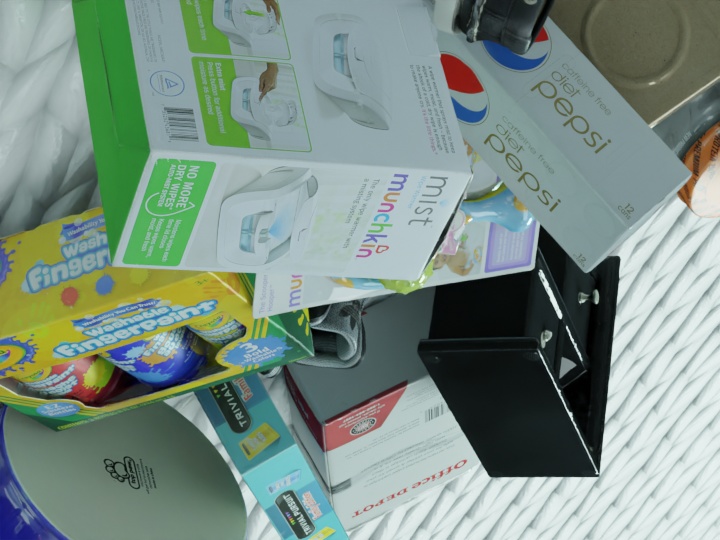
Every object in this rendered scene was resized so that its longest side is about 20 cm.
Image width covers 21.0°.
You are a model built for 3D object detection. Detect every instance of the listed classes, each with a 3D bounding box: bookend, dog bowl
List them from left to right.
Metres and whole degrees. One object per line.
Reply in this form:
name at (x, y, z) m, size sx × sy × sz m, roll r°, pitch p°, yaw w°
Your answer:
dog bowl at (-0.182, 0.168, 1.371) m, size 0.200 × 0.200 × 0.079 m, roll 4°, pitch 132°, yaw -47°
bookend at (0.126, 0.026, 1.477) m, size 0.092 × 0.201 × 0.199 m, roll -3°, pitch 146°, yaw 20°

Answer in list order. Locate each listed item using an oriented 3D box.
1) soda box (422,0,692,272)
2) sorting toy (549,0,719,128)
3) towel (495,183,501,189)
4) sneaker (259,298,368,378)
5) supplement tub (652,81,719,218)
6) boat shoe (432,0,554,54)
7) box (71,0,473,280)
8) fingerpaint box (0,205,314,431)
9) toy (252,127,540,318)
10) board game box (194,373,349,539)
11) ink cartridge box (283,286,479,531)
soda box at (0.101, -0.101, 1.166) m, size 0.064 × 0.200 × 0.068 m, roll -38°, pitch 173°, yaw -29°
sorting toy at (0.178, -0.198, 1.203) m, size 0.200 × 0.185 × 0.036 m, roll -35°, pitch 174°, yaw 8°
towel at (0.132, -0.101, 1.430) m, size 0.199 × 0.048 × 0.171 m, roll -17°, pitch 146°, yaw -26°
sneaker at (0.000, 0.000, 1.359) m, size 0.200 × 0.114 × 0.075 m, roll -35°, pitch 128°, yaw 18°
supplement tub at (0.204, -0.139, 1.285) m, size 0.122 × 0.200 × 0.123 m, roll -24°, pitch 150°, yaw -16°
boat shoe at (0.111, -0.186, 1.110) m, size 0.200 × 0.060 × 0.074 m, roll -47°, pitch 158°, yaw -47°
box at (-0.052, -0.103, 1.048) m, size 0.176 × 0.200 × 0.097 m, roll 2°, pitch 140°, yaw -22°
fingerpaint box at (-0.154, 0.028, 1.251) m, size 0.199 × 0.074 × 0.167 m, roll -17°, pitch 154°, yaw 16°
toy at (0.036, -0.026, 1.193) m, size 0.199 × 0.047 × 0.116 m, roll -12°, pitch 125°, yaw -26°
board game box at (-0.079, 0.120, 1.449) m, size 0.047 × 0.151 × 0.200 m, roll -30°, pitch 150°, yaw -4°
ink cartridge box at (0.020, 0.115, 1.607) m, size 0.146 × 0.083 × 0.200 m, roll -25°, pitch 150°, yaw -13°
